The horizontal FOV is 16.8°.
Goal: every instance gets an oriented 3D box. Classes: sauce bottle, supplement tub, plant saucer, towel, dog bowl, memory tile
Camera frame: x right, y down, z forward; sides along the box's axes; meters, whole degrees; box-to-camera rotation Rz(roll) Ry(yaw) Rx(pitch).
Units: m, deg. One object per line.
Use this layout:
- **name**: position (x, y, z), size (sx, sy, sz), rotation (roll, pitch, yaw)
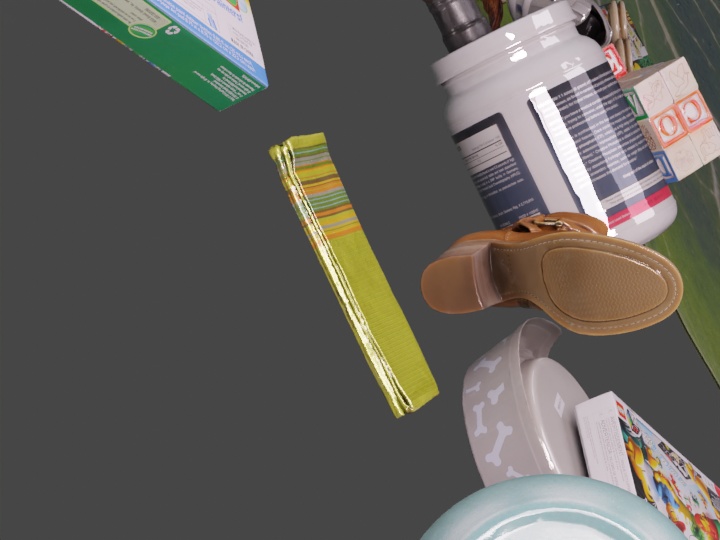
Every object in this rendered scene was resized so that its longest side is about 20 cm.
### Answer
- **sauce bottle**: position (0.046, -0.275, 1.997), size (0.200, 0.065, 0.065), rotation (65, 21, -4)
- **supplement tub**: position (0.152, -0.099, 1.940), size (0.200, 0.140, 0.140), rotation (64, 21, -1)
- **plant saucer**: position (0.116, 0.210, 1.430), size (0.036, 0.200, 0.200), rotation (85, -11, -68)
- **towel**: position (0.000, 0.000, 1.640), size (0.200, 0.018, 0.086), rotation (65, 22, 0)
- **dog bowl**: position (0.141, 0.136, 1.764), size (0.200, 0.059, 0.200), rotation (50, 24, -33)
- **memory tile**: position (0.240, -0.137, 2.244), size (0.200, 0.017, 0.153), rotation (83, 4, -51)

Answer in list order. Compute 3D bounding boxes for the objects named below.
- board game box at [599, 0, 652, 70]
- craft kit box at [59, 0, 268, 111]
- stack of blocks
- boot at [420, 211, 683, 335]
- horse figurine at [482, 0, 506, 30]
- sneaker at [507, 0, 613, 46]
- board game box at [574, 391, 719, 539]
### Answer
- **board game box**: position (0.261, -0.222, 2.502), size (0.105, 0.023, 0.200), rotation (66, 21, -2)
- **craft kit box**: position (-0.143, -0.224, 1.519), size (0.200, 0.048, 0.198), rotation (34, 39, -53)
- **stack of blocks**: position (0.209, -0.126, 2.045), size (0.059, 0.200, 0.115), rotation (-31, 99, -25)
- **boot**: position (0.157, -0.009, 1.774), size (0.155, 0.200, 0.074), rotation (-27, 118, -62)
- **horse figurine**: position (0.107, -0.303, 2.190), size (0.133, 0.050, 0.200), rotation (52, 21, -44)
- **sneaker**: position (0.189, -0.201, 2.178), size (0.082, 0.075, 0.200), rotation (38, -2, 26)
- **board game box**: position (0.224, 0.184, 1.777), size (0.200, 0.035, 0.126), rotation (39, 33, -49)
